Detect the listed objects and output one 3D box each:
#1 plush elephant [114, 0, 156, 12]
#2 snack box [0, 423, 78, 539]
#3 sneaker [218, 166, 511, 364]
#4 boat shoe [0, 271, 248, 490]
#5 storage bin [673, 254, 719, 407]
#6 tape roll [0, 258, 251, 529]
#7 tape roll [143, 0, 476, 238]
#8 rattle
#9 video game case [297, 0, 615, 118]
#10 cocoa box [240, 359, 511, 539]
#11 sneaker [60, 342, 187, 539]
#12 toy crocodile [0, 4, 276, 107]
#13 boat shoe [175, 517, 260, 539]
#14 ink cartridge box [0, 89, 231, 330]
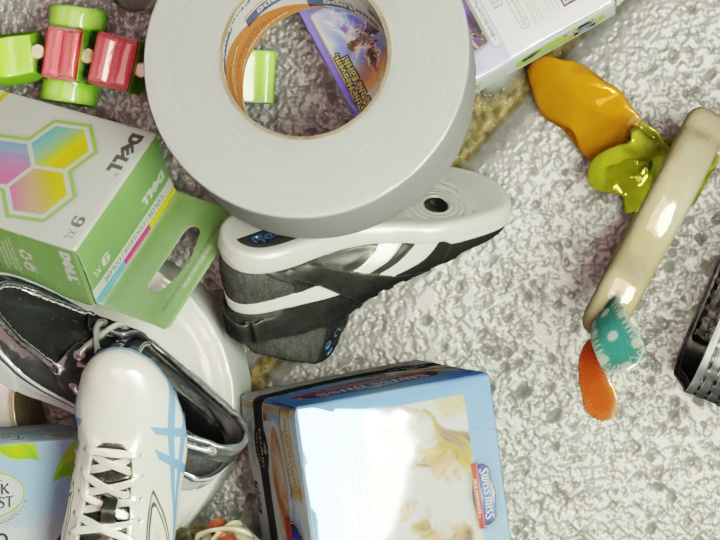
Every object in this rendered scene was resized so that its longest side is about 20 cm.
[{"bbox_3d":[-0.136,-0.294,1.146,0.155,0.200,0.165,-37,82,-12],"label":"plush elephant"},{"bbox_3d":[-0.246,0.201,1.108,0.168,0.067,0.202,-1,94,-39],"label":"snack box"},{"bbox_3d":[0.000,0.000,1.194,0.199,0.073,0.112,-10,131,-18],"label":"sneaker"},{"bbox_3d":[-0.157,0.060,1.113,0.200,0.072,0.068,39,139,-8],"label":"boat shoe"},{"bbox_3d":[0.278,-0.004,1.125,0.093,0.135,0.201,23,95,4],"label":"storage bin"},{"bbox_3d":[-0.175,0.086,1.209,0.201,0.071,0.204,0,93,5],"label":"tape roll"},{"bbox_3d":[-0.029,-0.123,1.111,0.199,0.066,0.202,-2,79,8],"label":"tape roll"},{"bbox_3d":[0.137,-0.028,1.125,0.142,0.130,0.201,34,74,-9],"label":"rattle"},{"bbox_3d":[0.040,-0.210,1.172,0.181,0.045,0.201,-28,82,5],"label":"video game case"},{"bbox_3d":[0.015,0.168,1.146,0.132,0.131,0.202,-9,93,-17],"label":"cocoa box"},{"bbox_3d":[-0.143,0.143,1.073,0.071,0.073,0.201,6,108,2],"label":"sneaker"},{"bbox_3d":[-0.154,-0.136,1.198,0.198,0.062,0.068,8,94,5],"label":"toy crocodile"},{"bbox_3d":[-0.089,0.189,1.148,0.071,0.200,0.063,-7,82,-16],"label":"boat shoe"},{"bbox_3d":[-0.189,-0.044,1.158,0.199,0.059,0.104,17,56,21],"label":"ink cartridge box"}]
